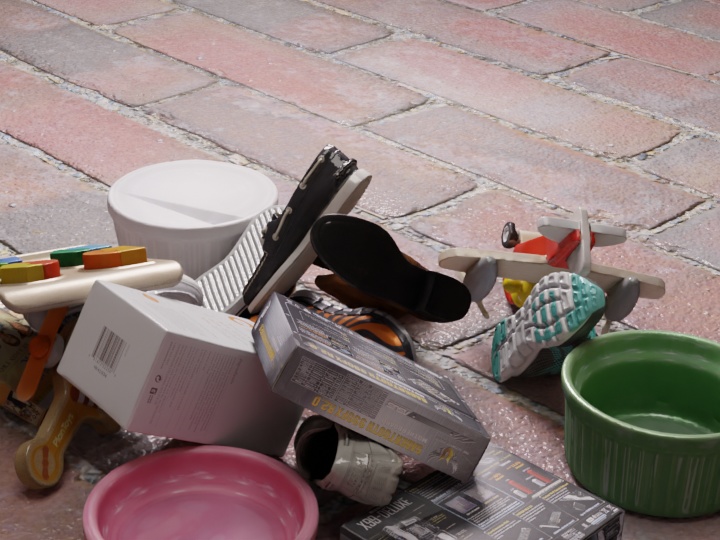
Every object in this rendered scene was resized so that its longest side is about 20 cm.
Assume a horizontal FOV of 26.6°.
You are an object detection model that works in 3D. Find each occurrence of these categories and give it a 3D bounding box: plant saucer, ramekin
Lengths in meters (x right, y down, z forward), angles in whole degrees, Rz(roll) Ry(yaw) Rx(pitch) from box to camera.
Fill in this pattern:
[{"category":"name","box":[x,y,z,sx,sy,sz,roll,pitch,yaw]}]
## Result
[{"category":"plant saucer","box":[-0.136,0.223,1.300,0.199,0.051,0.201,2,27,-1]},{"category":"ramekin","box":[-0.197,-0.050,1.795,0.201,0.095,0.203,2,26,-1]},{"category":"ramekin","box":[0.285,0.145,1.436,0.199,0.098,0.200,2,26,-1]}]

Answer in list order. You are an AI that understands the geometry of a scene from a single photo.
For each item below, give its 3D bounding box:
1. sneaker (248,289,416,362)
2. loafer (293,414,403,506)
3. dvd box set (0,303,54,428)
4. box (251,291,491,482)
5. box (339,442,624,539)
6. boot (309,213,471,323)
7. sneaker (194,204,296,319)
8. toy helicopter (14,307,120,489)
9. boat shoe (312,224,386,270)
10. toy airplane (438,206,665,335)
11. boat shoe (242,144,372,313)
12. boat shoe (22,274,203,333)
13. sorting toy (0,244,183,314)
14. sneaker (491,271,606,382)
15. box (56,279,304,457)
[{"category":"sneaker","box":[-0.041,0.084,1.575,0.200,0.078,0.112,13,30,44]},{"category":"loafer","box":[-0.026,0.160,1.359,0.070,0.070,0.200,21,-5,-20]},{"category":"dvd box set","box":[-0.370,0.062,1.536,0.200,0.029,0.146,32,33,3]},{"category":"box","box":[0.006,0.102,1.363,0.199,0.048,0.158,27,10,-17]},{"category":"box","box":[0.104,0.231,1.303,0.157,0.050,0.200,23,33,37]},{"category":"boot","box":[0.000,0.000,1.592,0.188,0.069,0.200,20,-9,-21]},{"category":"sneaker","box":[-0.126,0.022,1.689,0.078,0.080,0.200,19,56,36]},{"category":"toy helicopter","box":[-0.276,0.117,1.434,0.079,0.132,0.200,-16,34,32]},{"category":"boat shoe","box":[0.002,-0.023,1.689,0.200,0.067,0.074,30,-27,-24]},{"category":"toy airplane","box":[0.210,0.010,1.656,0.199,0.142,0.199,2,-9,31]},{"category":"boat shoe","box":[-0.068,-0.042,1.592,0.060,0.200,0.074,42,23,10]},{"category":"boat shoe","box":[-0.243,0.042,1.558,0.199,0.072,0.069,4,28,-38]},{"category":"sorting toy","box":[-0.296,-0.001,1.476,0.185,0.037,0.200,-11,13,-34]},{"category":"sneaker","box":[0.208,0.059,1.539,0.091,0.200,0.078,8,68,-18]},{"category":"box","box":[-0.157,0.093,1.415,0.200,0.098,0.124,17,9,-46]}]
